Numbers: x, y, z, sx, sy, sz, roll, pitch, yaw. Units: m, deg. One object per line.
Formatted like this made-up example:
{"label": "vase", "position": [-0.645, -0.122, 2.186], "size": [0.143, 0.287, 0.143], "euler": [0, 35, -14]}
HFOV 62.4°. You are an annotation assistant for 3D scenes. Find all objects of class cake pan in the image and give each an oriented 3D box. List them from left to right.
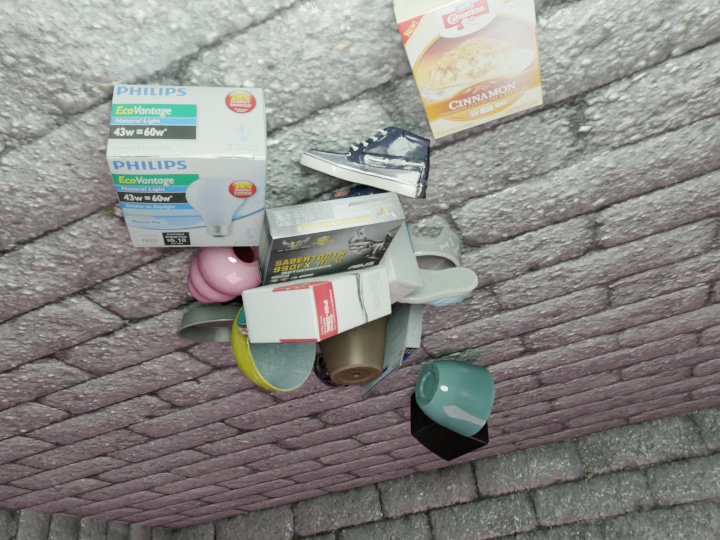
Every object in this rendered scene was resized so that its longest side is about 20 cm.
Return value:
{"label": "cake pan", "position": [-0.292, 0.116, 1.275], "size": [0.197, 0.037, 0.201], "euler": [-5, 162, -2]}

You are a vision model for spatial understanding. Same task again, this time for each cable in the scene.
{"label": "cable", "position": [-0.045, 0.260, 1.604], "size": [0.161, 0.051, 0.201], "euler": [-10, 147, -7]}

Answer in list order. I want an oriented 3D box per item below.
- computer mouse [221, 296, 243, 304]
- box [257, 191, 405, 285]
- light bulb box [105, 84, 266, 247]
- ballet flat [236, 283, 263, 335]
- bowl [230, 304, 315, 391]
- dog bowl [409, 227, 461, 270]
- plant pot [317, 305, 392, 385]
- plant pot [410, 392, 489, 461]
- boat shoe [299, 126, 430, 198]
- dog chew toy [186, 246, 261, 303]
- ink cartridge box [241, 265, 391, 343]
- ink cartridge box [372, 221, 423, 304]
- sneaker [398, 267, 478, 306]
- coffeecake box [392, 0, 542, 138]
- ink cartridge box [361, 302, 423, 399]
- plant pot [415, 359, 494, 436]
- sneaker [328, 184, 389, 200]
{"label": "computer mouse", "position": [-0.199, 0.020, 1.172], "size": [0.108, 0.044, 0.200], "euler": [10, 144, -25]}
{"label": "box", "position": [-0.049, -0.046, 0.888], "size": [0.198, 0.049, 0.159], "euler": [-10, 159, -20]}
{"label": "light bulb box", "position": [-0.230, -0.138, 0.828], "size": [0.196, 0.126, 0.201], "euler": [-2, 150, -11]}
{"label": "ballet flat", "position": [-0.156, 0.035, 1.074], "size": [0.075, 0.201, 0.064], "euler": [11, 152, 40]}
{"label": "bowl", "position": [-0.189, 0.140, 1.162], "size": [0.107, 0.202, 0.200], "euler": [-15, 150, 31]}
{"label": "dog bowl", "position": [0.110, -0.009, 1.184], "size": [0.197, 0.059, 0.201], "euler": [-6, 149, -4]}
{"label": "plant pot", "position": [-0.017, 0.149, 1.299], "size": [0.197, 0.176, 0.201], "euler": [-7, 150, -4]}
{"label": "plant pot", "position": [0.263, 0.453, 1.858], "size": [0.176, 0.202, 0.199], "euler": [22, 139, -24]}
{"label": "boat shoe", "position": [0.013, -0.175, 0.894], "size": [0.198, 0.094, 0.075], "euler": [15, -173, 3]}
{"label": "dog chew toy", "position": [-0.247, -0.001, 1.060], "size": [0.124, 0.126, 0.199], "euler": [16, 150, -34]}
{"label": "ink cartridge box", "position": [-0.063, 0.052, 0.941], "size": [0.145, 0.084, 0.199], "euler": [-6, -175, 36]}
{"label": "ink cartridge box", "position": [0.000, 0.000, 1.084], "size": [0.085, 0.148, 0.199], "euler": [15, 143, -44]}
{"label": "sneaker", "position": [0.125, 0.044, 1.147], "size": [0.197, 0.075, 0.082], "euler": [0, 145, -12]}
{"label": "coffeecake box", "position": [0.137, -0.277, 0.741], "size": [0.152, 0.074, 0.200], "euler": [-15, 148, 13]}
{"label": "ink cartridge box", "position": [0.074, 0.170, 1.331], "size": [0.040, 0.202, 0.200], "euler": [24, 141, -13]}
{"label": "plant pot", "position": [0.251, 0.343, 1.671], "size": [0.160, 0.202, 0.201], "euler": [22, 140, -19]}
{"label": "sneaker", "position": [-0.002, -0.117, 0.979], "size": [0.084, 0.075, 0.200], "euler": [38, 118, -6]}
